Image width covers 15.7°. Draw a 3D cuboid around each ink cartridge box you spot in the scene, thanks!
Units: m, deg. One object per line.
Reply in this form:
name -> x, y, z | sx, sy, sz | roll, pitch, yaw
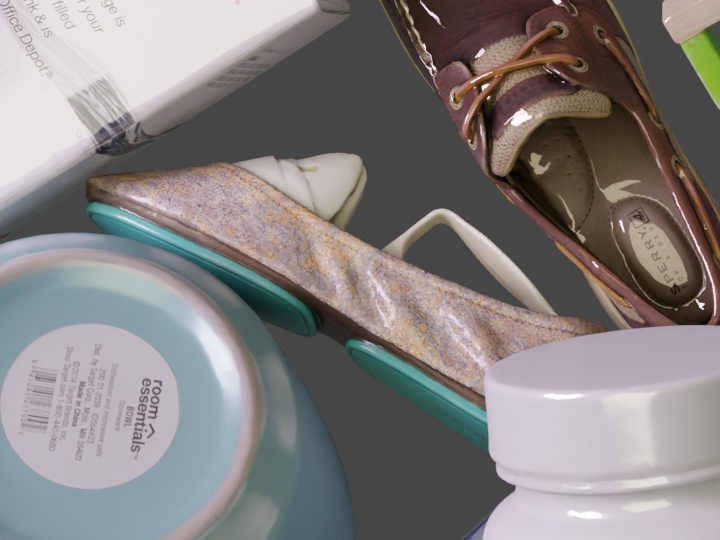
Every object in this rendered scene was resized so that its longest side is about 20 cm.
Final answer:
ink cartridge box -> -0.124, -0.101, 0.918 | 0.200, 0.084, 0.145 | -31, 88, 9

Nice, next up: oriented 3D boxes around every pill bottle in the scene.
pill bottle -> 0.101, 0.125, 0.845 | 0.113, 0.114, 0.201 | -6, 99, 8

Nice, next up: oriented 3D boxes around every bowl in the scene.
bowl -> -0.095, 0.068, 0.864 | 0.200, 0.105, 0.202 | 3, 62, -6

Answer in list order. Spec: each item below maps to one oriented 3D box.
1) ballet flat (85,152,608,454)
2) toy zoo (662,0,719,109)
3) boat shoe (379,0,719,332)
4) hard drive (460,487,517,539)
ballet flat -> 0.000, 0.000, 0.922 | 0.199, 0.068, 0.067 | 30, 76, 4
toy zoo -> 0.206, -0.037, 0.870 | 0.131, 0.020, 0.200 | -27, 111, 19
boat shoe -> 0.066, -0.057, 0.900 | 0.072, 0.072, 0.200 | -32, 88, 8
hard drive -> 0.089, 0.184, 0.930 | 0.132, 0.025, 0.200 | -43, 86, 7
